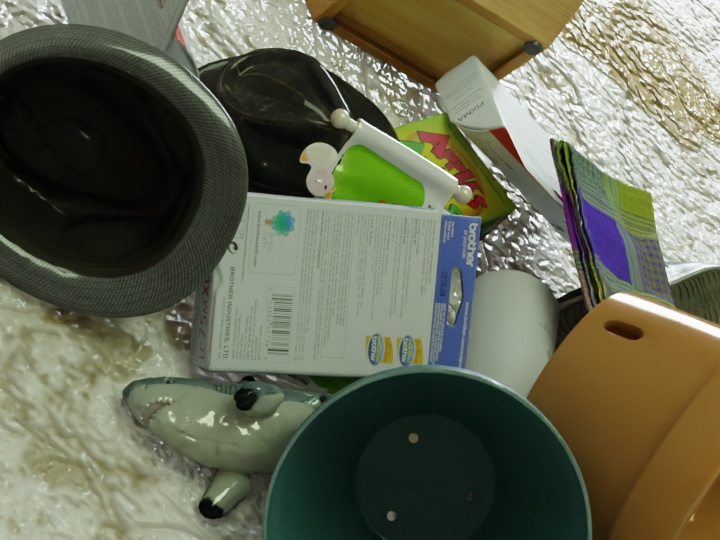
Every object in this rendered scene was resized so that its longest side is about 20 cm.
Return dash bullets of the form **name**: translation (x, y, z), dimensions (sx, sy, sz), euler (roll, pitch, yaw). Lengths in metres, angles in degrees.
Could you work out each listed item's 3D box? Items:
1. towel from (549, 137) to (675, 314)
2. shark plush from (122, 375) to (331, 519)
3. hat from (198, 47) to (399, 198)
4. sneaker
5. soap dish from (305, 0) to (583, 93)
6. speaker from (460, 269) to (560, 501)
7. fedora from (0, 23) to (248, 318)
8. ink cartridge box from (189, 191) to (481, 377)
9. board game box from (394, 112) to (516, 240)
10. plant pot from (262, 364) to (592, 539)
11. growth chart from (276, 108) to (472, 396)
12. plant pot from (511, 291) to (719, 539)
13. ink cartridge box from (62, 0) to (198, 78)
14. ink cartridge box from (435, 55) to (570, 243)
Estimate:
- **towel**: translation (0.208, 0.000, 1.444), dimensions (0.143, 0.023, 0.201), euler (28, 42, -44)
- **shark plush**: translation (-0.057, 0.085, 1.228), dimensions (0.199, 0.091, 0.083), euler (-16, 36, -42)
- **hat**: translation (-0.050, -0.106, 1.347), dimensions (0.199, 0.081, 0.202), euler (8, 50, -10)
- **sneaker**: translation (0.205, 0.040, 1.553), dimensions (0.199, 0.106, 0.075), euler (-14, 102, -25)
- **soap dish**: translation (0.064, -0.229, 1.589), dimensions (0.199, 0.157, 0.082), euler (27, 57, -25)
- **speaker**: translation (0.100, 0.089, 1.375), dimensions (0.081, 0.081, 0.201), euler (35, 37, -16)
- **fedora**: translation (-0.174, -0.070, 1.205), dimensions (0.199, 0.178, 0.090), euler (23, 11, -11)
- **ink cartridge box**: translation (-0.016, 0.012, 1.276), dimensions (0.199, 0.042, 0.120), euler (4, 93, -25)
- **board game box**: translation (0.031, -0.056, 1.470), dimensions (0.102, 0.048, 0.200), euler (54, 36, 11)
- **plant pot**: translation (0.042, 0.151, 1.189), dimensions (0.200, 0.200, 0.135), euler (44, 6, -3)
- **growth chart**: translation (0.000, 0.000, 1.315), dimensions (0.144, 0.018, 0.201), euler (20, 86, -27)
- **plant pot**: translation (0.193, 0.108, 1.236), dimensions (0.140, 0.201, 0.200), euler (35, 31, 22)
- **ink cartridge box**: translation (-0.141, -0.195, 1.279), dimensions (0.057, 0.200, 0.163), euler (1, 54, -33)
- **ink cartridge box**: translation (0.142, -0.072, 1.532), dimensions (0.162, 0.057, 0.200), euler (43, 21, -29)
